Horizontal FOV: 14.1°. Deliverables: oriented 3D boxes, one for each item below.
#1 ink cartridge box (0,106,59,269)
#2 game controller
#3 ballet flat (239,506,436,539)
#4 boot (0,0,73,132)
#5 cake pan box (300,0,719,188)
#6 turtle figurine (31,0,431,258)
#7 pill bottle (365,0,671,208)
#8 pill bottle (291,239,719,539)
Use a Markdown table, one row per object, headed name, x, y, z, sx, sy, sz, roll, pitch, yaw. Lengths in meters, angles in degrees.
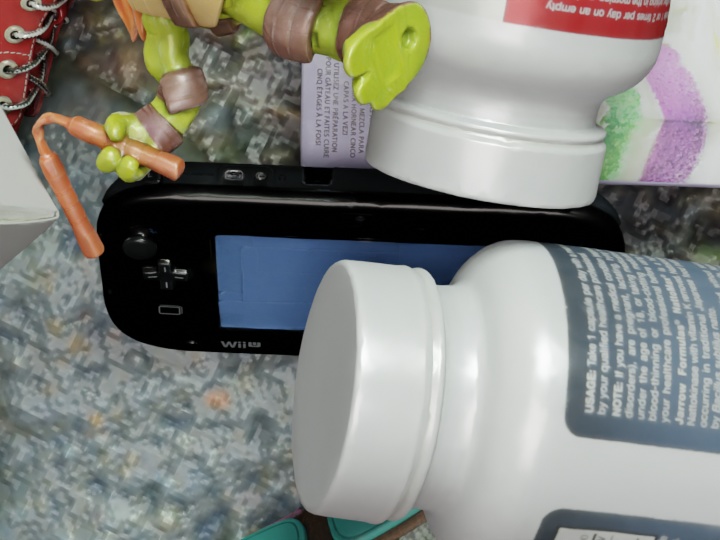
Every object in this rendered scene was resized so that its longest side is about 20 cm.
| name | x | y | z | sx | sy | sz | roll | pitch | yaw |
| --- | --- | --- | --- | --- | --- | --- | --- | --- | --- |
| ink cartridge box | -0.226 | -0.023 | 1.069 | 0.200 | 0.084 | 0.147 | -37 | 73 | 25 |
| game controller | 0.000 | 0.000 | 1.111 | 0.198 | 0.042 | 0.105 | 3 | 137 | 2 |
| ballet flat | -0.004 | 0.118 | 1.149 | 0.199 | 0.069 | 0.071 | -33 | 116 | 11 |
| boot | -0.101 | -0.115 | 1.090 | 0.199 | 0.072 | 0.145 | 1 | 103 | 21 |
| cake pan box | 0.070 | -0.133 | 1.098 | 0.183 | 0.052 | 0.202 | 3 | 101 | 0 |
| turtle figurine | -0.051 | -0.096 | 1.006 | 0.161 | 0.064 | 0.202 | 11 | 106 | 39 |
| pill bottle | 0.059 | -0.129 | 1.017 | 0.111 | 0.112 | 0.201 | 10 | 101 | 1 |
| pill bottle | 0.082 | 0.052 | 1.045 | 0.199 | 0.120 | 0.120 | 8 | 102 | -15 |
